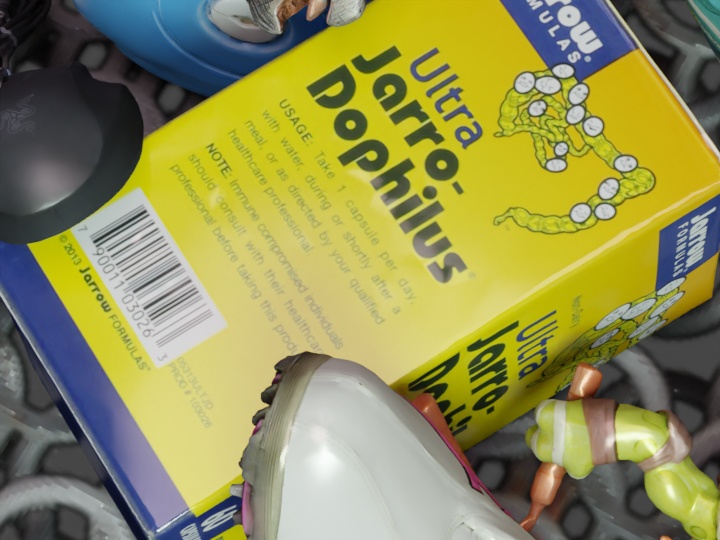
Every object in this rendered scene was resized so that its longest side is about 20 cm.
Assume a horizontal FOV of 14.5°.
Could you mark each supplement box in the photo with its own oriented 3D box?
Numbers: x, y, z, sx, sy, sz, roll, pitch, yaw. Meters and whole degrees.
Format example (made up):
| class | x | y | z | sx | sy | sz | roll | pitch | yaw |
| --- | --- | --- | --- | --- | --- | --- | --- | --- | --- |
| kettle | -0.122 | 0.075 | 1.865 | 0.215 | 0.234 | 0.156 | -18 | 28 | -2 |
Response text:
| class | x | y | z | sx | sy | sz | roll | pitch | yaw |
| --- | --- | --- | --- | --- | --- | --- | --- | --- | --- |
| supplement box | 0.000 | 0.000 | 0.865 | 0.199 | 0.109 | 0.110 | -32 | 72 | -8 |

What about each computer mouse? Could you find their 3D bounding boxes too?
| class | x | y | z | sx | sy | sz | roll | pitch | yaw |
| --- | --- | --- | --- | --- | --- | --- | --- | --- | --- |
| computer mouse | -0.108 | -0.062 | 0.868 | 0.058 | 0.034 | 0.200 | -29 | 27 | -2 |

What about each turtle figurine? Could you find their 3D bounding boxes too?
| class | x | y | z | sx | sy | sz | roll | pitch | yaw |
| --- | --- | --- | --- | --- | --- | --- | --- | --- | --- |
| turtle figurine | 0.123 | 0.060 | 0.836 | 0.200 | 0.064 | 0.162 | 41 | 66 | -9 |

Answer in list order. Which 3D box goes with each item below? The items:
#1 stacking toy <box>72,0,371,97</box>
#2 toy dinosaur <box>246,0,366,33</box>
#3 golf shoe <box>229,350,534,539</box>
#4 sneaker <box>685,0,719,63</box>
| class | x | y | z | sx | sy | sz | roll | pitch | yaw |
| --- | --- | --- | --- | --- | --- | --- | --- | --- | --- |
| stacking toy | -0.016 | -0.161 | 0.936 | 0.115 | 0.110 | 0.201 | 17 | 61 | -6 |
| toy dinosaur | 0.042 | -0.158 | 0.844 | 0.135 | 0.086 | 0.200 | 4 | 37 | 29 |
| golf shoe | 0.031 | 0.090 | 0.781 | 0.092 | 0.200 | 0.073 | 1 | 52 | 27 |
| sneaker | 0.159 | -0.067 | 0.850 | 0.078 | 0.080 | 0.200 | -51 | 40 | -7 |
